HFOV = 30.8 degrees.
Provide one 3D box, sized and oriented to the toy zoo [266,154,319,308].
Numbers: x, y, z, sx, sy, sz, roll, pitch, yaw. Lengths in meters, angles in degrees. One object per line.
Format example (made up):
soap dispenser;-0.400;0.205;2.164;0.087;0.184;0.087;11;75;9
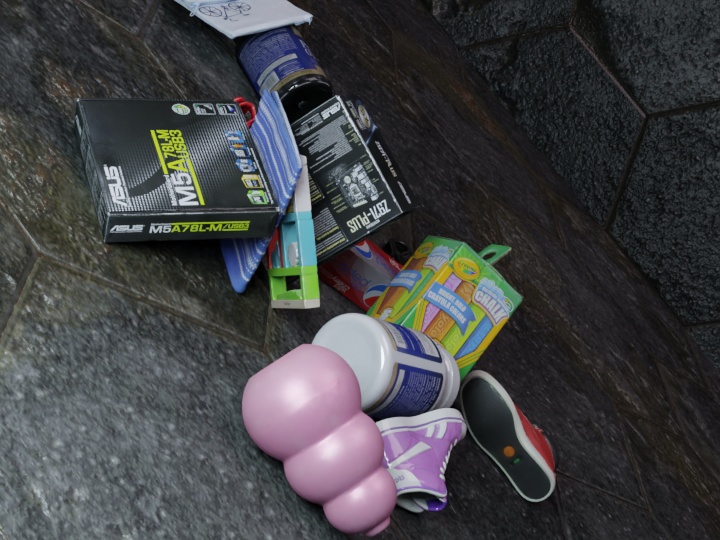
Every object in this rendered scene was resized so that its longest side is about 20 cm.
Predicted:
toy zoo;-0.086;-0.057;1.520;0.131;0.020;0.202;175;-91;-69

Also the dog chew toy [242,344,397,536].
dog chew toy;-0.033;0.177;1.321;0.201;0.124;0.124;58;19;1

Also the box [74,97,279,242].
box;-0.207;-0.115;1.451;0.191;0.048;0.201;0;44;-24

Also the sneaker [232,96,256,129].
sneaker;-0.159;-0.169;1.693;0.078;0.115;0.200;47;20;-6

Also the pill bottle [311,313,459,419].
pill bottle;0.034;0.122;1.567;0.199;0.116;0.116;20;34;-56

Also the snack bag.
snack bag;-0.201;-0.424;2.037;0.200;0.022;0.188;37;38;27

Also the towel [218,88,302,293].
towel;-0.125;-0.090;1.513;0.024;0.201;0.146;6;42;-28

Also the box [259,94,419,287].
box;-0.055;-0.098;1.617;0.165;0.199;0.086;60;19;2

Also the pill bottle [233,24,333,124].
pill bottle;-0.131;-0.327;2.065;0.112;0.112;0.201;20;35;-55

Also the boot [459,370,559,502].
boot;0.213;0.219;1.858;0.201;0.072;0.144;57;18;-3

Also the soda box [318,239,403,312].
soda box;0.000;0.000;1.804;0.200;0.063;0.070;38;24;-32

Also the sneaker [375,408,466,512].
sneaker;0.078;0.231;1.544;0.200;0.073;0.115;-3;57;-54

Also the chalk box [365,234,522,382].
chalk box;0.121;0.036;1.748;0.124;0.201;0.125;41;-11;-19

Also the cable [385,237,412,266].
cable;0.050;-0.002;1.990;0.096;0.051;0.200;23;15;-18
